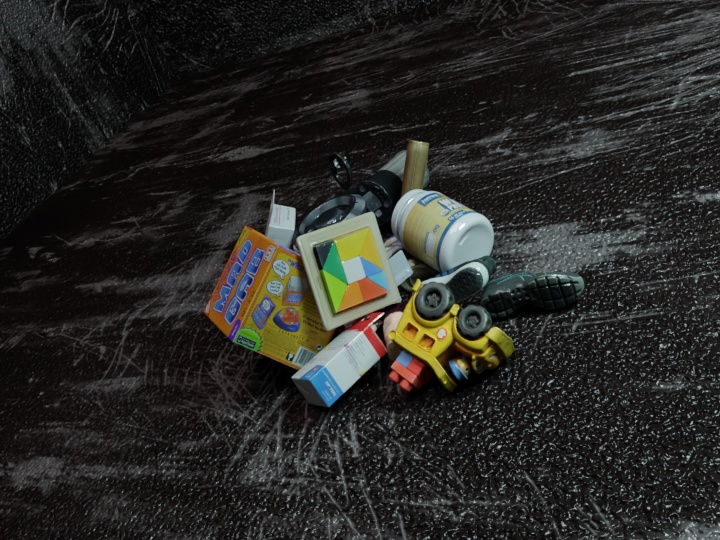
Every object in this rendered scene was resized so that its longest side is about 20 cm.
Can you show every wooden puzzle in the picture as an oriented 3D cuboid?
[{"bbox_3d":[-0.017,-0.002,1.509,0.197,0.189,0.037,-20,4,-33],"label":"wooden puzzle"}]

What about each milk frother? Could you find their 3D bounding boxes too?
[{"bbox_3d":[0.041,-0.242,1.938,0.178,0.204,0.188,-8,24,42],"label":"milk frother"}]

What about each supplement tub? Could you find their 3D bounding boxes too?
[{"bbox_3d":[0.170,-0.081,1.638,0.144,0.147,0.199,-37,42,-18],"label":"supplement tub"}]

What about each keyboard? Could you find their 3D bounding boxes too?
[{"bbox_3d":[0.029,0.036,1.563,0.199,0.057,0.011,-39,12,-27],"label":"keyboard"}]

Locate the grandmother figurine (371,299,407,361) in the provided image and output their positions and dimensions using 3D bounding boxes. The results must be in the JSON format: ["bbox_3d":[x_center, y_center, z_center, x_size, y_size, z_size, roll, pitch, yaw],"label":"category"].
[{"bbox_3d":[0.068,0.103,1.558,0.118,0.062,0.201,-15,28,3],"label":"grandmother figurine"}]

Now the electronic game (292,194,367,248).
[{"bbox_3d":[-0.072,-0.113,1.809,0.196,0.042,0.202,-26,27,14],"label":"electronic game"}]

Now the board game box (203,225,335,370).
[{"bbox_3d":[-0.168,0.059,1.577,0.203,0.198,0.199,-63,31,0],"label":"board game box"}]

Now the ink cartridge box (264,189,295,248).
[{"bbox_3d":[-0.202,-0.082,1.902,0.065,0.204,0.118,9,30,-10],"label":"ink cartridge box"}]

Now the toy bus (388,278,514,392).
[{"bbox_3d":[0.145,0.142,1.367,0.198,0.136,0.194,29,79,33],"label":"toy bus"}]

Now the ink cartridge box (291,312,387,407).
[{"bbox_3d":[-0.028,0.169,1.483,0.199,0.068,0.116,-40,10,-21],"label":"ink cartridge box"}]

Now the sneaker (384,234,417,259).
[{"bbox_3d":[0.044,-0.015,1.737,0.197,0.078,0.085,-30,34,-4],"label":"sneaker"}]

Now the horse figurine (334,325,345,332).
[{"bbox_3d":[-0.060,0.085,1.654,0.198,0.050,0.135,-13,46,51],"label":"horse figurine"}]

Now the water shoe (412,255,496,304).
[{"bbox_3d":[0.186,0.030,1.506,0.078,0.073,0.198,-31,5,-42],"label":"water shoe"}]

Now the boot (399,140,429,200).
[{"bbox_3d":[0.122,-0.194,1.795,0.064,0.206,0.175,6,7,-4],"label":"boot"}]

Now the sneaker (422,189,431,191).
[{"bbox_3d":[0.183,-0.121,1.784,0.074,0.080,0.201,-27,32,-5],"label":"sneaker"}]

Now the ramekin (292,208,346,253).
[{"bbox_3d":[-0.069,-0.062,1.870,0.196,0.099,0.202,-19,32,12],"label":"ramekin"}]

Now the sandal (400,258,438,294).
[{"bbox_3d":[0.134,0.019,1.625,0.079,0.058,0.201,-36,34,-8],"label":"sandal"}]

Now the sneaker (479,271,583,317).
[{"bbox_3d":[0.318,0.027,1.443,0.195,0.077,0.080,-10,31,25],"label":"sneaker"}]
